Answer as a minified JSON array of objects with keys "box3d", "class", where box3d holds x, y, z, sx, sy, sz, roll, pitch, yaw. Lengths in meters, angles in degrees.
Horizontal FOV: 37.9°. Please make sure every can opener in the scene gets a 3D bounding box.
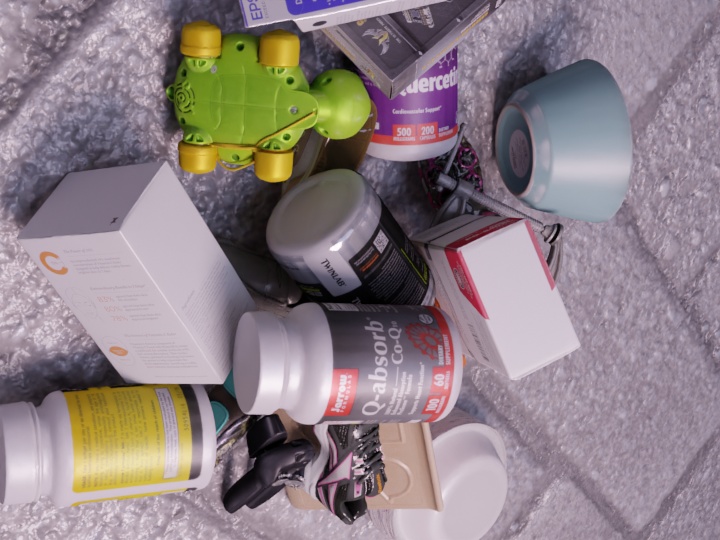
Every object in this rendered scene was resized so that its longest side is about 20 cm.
[{"box3d":[-0.103,0.228,1.170,0.063,0.079,0.200,0,148,-22],"class":"can opener"}]

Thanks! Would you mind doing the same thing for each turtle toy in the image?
[{"box3d":[-0.090,-0.165,1.020,0.200,0.101,0.146,7,108,4],"class":"turtle toy"}]

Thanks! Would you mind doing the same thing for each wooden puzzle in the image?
[{"box3d":[-0.007,0.201,1.227,0.046,0.200,0.185,-64,148,-55],"class":"wooden puzzle"}]

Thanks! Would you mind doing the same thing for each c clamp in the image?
[{"box3d":[0.160,-0.048,1.220,0.200,0.027,0.171,30,87,-16],"class":"c clamp"}]

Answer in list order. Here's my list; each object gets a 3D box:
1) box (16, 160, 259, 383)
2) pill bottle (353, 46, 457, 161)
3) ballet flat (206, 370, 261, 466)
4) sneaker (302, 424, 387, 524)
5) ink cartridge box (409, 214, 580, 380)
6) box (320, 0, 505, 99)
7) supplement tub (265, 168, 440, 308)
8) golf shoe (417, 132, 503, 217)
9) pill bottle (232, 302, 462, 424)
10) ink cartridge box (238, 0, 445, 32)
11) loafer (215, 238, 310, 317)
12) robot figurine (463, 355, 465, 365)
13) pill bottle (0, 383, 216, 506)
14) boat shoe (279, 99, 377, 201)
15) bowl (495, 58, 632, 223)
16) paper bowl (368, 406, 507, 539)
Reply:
[{"box3d":[-0.204,0.007,0.994,0.200,0.124,0.098,63,37,-37],"class":"box"},{"box3d":[0.048,-0.225,1.123,0.112,0.112,0.200,-18,118,-32],"class":"pill bottle"},{"box3d":[-0.136,0.149,1.162,0.200,0.072,0.072,-47,130,-4],"class":"ballet flat"},{"box3d":[-0.001,0.199,1.134,0.080,0.086,0.200,-27,147,-33],"class":"sneaker"},{"box3d":[0.135,0.020,1.112,0.083,0.200,0.145,-26,99,-8],"class":"ink cartridge box"},{"box3d":[0.021,-0.291,1.022,0.158,0.200,0.048,-43,171,-8],"class":"box"},{"box3d":[0.000,0.000,1.095,0.123,0.123,0.200,-48,129,-13],"class":"supplement tub"},{"box3d":[0.117,-0.087,1.265,0.073,0.092,0.200,-30,104,-8],"class":"golf shoe"},{"box3d":[-0.014,0.089,1.001,0.200,0.116,0.116,2,107,-22],"class":"pill bottle"},{"box3d":[-0.033,-0.327,0.979,0.200,0.043,0.198,-13,80,-8],"class":"ink cartridge box"},{"box3d":[-0.093,0.014,1.130,0.070,0.070,0.200,-27,144,26],"class":"loafer"},{"box3d":[0.070,0.069,1.259,0.200,0.117,0.144,-40,83,-19],"class":"robot figurine"},{"box3d":[-0.253,0.171,1.036,0.200,0.114,0.114,-2,109,-26],"class":"pill bottle"},{"box3d":[-0.045,-0.105,1.129,0.074,0.066,0.200,16,109,-35],"class":"boat shoe"},{"box3d":[0.233,-0.151,1.268,0.105,0.201,0.201,-7,113,-15],"class":"bowl"},{"box3d":[0.116,0.290,1.396,0.201,0.104,0.201,-16,118,-34],"class":"paper bowl"}]
